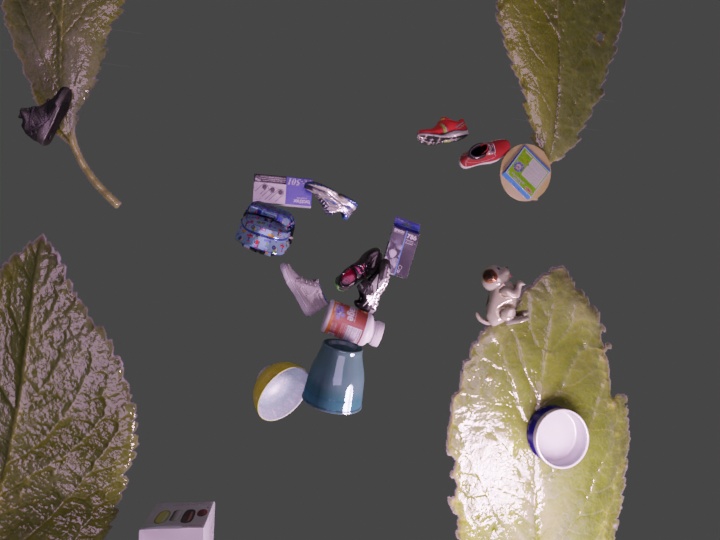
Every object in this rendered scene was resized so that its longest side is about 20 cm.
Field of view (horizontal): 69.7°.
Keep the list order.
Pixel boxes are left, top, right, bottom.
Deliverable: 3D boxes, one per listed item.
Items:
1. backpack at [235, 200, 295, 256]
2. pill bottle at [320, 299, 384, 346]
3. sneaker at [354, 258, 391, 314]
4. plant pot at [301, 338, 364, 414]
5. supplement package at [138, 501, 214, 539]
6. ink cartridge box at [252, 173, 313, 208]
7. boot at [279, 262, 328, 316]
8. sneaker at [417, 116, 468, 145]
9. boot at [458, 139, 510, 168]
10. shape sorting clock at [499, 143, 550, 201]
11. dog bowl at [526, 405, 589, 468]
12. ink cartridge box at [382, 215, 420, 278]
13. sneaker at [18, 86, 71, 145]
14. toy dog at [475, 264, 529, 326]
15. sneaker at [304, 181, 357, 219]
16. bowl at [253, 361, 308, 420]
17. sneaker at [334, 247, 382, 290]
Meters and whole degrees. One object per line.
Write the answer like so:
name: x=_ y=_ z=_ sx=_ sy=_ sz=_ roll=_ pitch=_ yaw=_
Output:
backpack: x=-0.302 y=-0.128 z=1.645 sx=0.180 sy=0.200 sz=0.136 roll=20 pitch=104 yaw=-6
pill bottle: x=-0.025 y=0.181 z=1.722 sx=0.197 sy=0.112 sz=0.114 roll=20 pitch=85 yaw=-7
sneaker: x=0.037 y=0.049 z=1.732 sx=0.089 sy=0.066 sz=0.203 roll=17 pitch=103 yaw=-23
plant pot: x=-0.075 y=0.326 z=1.647 sx=0.196 sy=0.200 sz=0.191 roll=10 pitch=98 yaw=-7
supplement package: x=-0.556 y=0.817 z=1.578 sx=0.188 sy=0.200 sz=0.150 roll=2 pitch=87 yaw=-8
ink cartridge box: x=-0.262 y=-0.268 z=1.746 sx=0.196 sy=0.044 sz=0.096 roll=5 pitch=88 yaw=-8
boot: x=-0.183 y=0.046 z=1.722 sx=0.095 sy=0.074 sz=0.202 roll=-28 pitch=100 yaw=6
sneaker: x=0.283 y=-0.495 z=1.821 sx=0.197 sy=0.077 sz=0.086 roll=-10 pitch=84 yaw=-18
boot: x=0.452 y=-0.419 z=1.797 sx=0.197 sy=0.144 sz=0.073 roll=-21 pitch=88 yaw=-9
shape sorting clock: x=0.593 y=-0.352 z=1.864 sx=0.196 sy=0.039 sz=0.204 roll=0 pitch=92 yaw=-13
dog bowl: x=0.690 y=0.581 z=1.815 sx=0.196 sy=0.079 sz=0.204 roll=0 pitch=88 yaw=-8
ink cartridge box: x=0.141 y=-0.082 z=1.794 sx=0.098 sy=0.039 sz=0.203 roll=16 pitch=85 yaw=-6
sneaker: x=-1.006 y=-0.511 z=1.643 sx=0.113 sy=0.076 sz=0.202 roll=29 pitch=89 yaw=-12
toy dog: x=0.485 y=0.079 z=1.798 sx=0.191 sy=0.139 sz=0.203 roll=-15 pitch=91 yaw=29
sneaker: x=-0.106 y=-0.230 z=1.735 sx=0.198 sy=0.077 sz=0.086 roll=25 pitch=97 yaw=-23
bowl: x=-0.274 y=0.369 z=1.671 sx=0.107 sy=0.200 sz=0.201 roll=33 pitch=81 yaw=38
sneaker: x=0.000 y=0.000 z=1.748 sx=0.200 sy=0.084 sz=0.077 roll=-42 pitch=94 yaw=-7
